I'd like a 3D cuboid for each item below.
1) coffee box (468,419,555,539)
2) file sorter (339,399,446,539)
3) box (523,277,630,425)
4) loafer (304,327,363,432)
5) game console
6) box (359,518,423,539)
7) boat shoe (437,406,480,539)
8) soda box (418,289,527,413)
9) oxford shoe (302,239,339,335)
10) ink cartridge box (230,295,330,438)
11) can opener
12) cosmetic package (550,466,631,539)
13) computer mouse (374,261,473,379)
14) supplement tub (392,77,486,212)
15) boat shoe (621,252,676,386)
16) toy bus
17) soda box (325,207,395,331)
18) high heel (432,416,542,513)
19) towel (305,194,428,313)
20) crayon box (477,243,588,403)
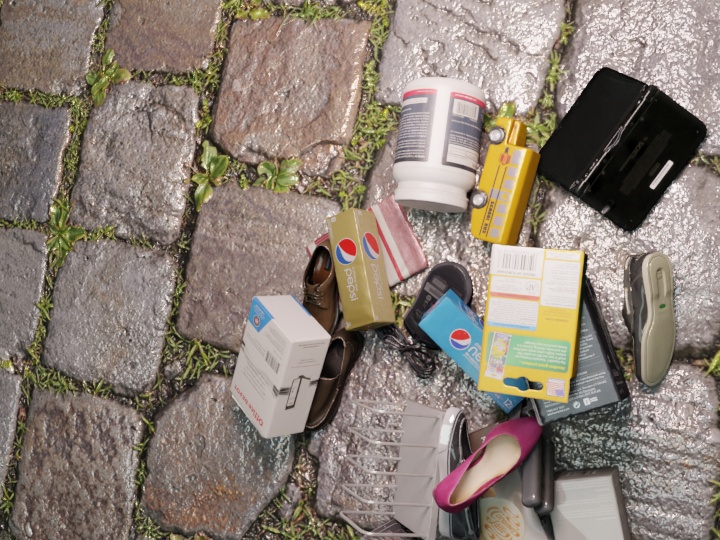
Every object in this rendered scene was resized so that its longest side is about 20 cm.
[{"bbox_3d":[0.218,0.351,1.282,0.114,0.080,0.201,-26,75,19],"label":"coffee box"},{"bbox_3d":[0.047,0.315,1.303,0.124,0.139,0.202,7,87,-21],"label":"file sorter"},{"bbox_3d":[0.306,0.113,1.202,0.123,0.200,0.198,-22,77,18],"label":"box"},{"bbox_3d":[-0.066,0.190,1.424,0.073,0.071,0.201,24,94,23],"label":"loafer"},{"bbox_3d":[0.408,-0.194,1.287,0.175,0.116,0.201,33,100,-8],"label":"game console"},{"bbox_3d":[0.097,0.484,1.279,0.199,0.158,0.049,32,98,22],"label":"box"},{"bbox_3d":[0.158,0.310,1.229,0.067,0.072,0.202,1,88,28],"label":"boat shoe"},{"bbox_3d":[0.188,0.127,1.291,0.200,0.064,0.068,45,106,0],"label":"soda box"},{"bbox_3d":[-0.078,0.043,1.421,0.072,0.084,0.201,11,97,24],"label":"oxford shoe"},{"bbox_3d":[-0.142,0.165,1.400,0.146,0.084,0.201,42,125,43],"label":"ink cartridge box"},{"bbox_3d":[0.261,0.278,1.241,0.067,0.053,0.201,-35,31,41],"label":"can opener"},{"bbox_3d":[0.352,0.407,1.218,0.106,0.090,0.201,-11,84,23],"label":"cosmetic package"},{"bbox_3d":[0.123,0.069,1.370,0.138,0.053,0.200,44,113,22],"label":"computer mouse"},{"bbox_3d":[0.129,-0.206,1.341,0.139,0.140,0.202,7,88,24],"label":"supplement tub"},{"bbox_3d":[0.435,0.073,1.234,0.067,0.071,0.202,1,92,59],"label":"boat shoe"},{"bbox_3d":[0.237,-0.144,1.322,0.078,0.065,0.201,18,95,30],"label":"toy bus"},{"bbox_3d":[0.000,0.000,1.383,0.064,0.068,0.201,-19,76,32],"label":"soda box"},{"bbox_3d":[0.189,0.275,1.156,0.199,0.096,0.068,-29,85,-9],"label":"high heel"},{"bbox_3d":[0.010,-0.026,1.441,0.199,0.023,0.145,-29,77,20],"label":"towel"},{"bbox_3d":[0.234,0.070,1.099,0.125,0.052,0.202,6,86,23],"label":"crayon box"}]
